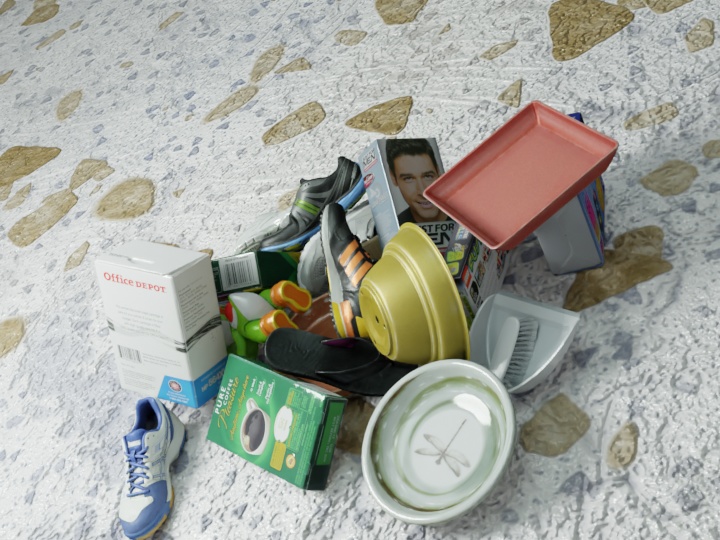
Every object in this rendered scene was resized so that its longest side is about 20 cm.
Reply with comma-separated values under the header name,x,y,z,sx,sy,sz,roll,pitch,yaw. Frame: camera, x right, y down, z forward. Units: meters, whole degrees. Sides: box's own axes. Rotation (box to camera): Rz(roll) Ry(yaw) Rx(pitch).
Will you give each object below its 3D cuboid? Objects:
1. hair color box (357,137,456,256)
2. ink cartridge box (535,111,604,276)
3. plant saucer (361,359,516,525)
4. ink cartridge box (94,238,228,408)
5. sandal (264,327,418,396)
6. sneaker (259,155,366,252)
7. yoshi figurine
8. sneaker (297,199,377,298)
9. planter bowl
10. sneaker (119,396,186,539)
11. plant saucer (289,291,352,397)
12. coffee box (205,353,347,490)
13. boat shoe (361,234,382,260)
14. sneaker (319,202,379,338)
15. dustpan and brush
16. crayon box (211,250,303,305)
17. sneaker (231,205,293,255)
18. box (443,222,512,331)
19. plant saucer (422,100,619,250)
name,x,y,z,sx,sy,sz,roll,pitch,yaw
hair color box,0.073,-0.079,1.501,0.099,0.201,0.061,-6,-17,-29
ink cartridge box,0.276,-0.114,1.463,0.076,0.137,0.200,-12,40,21
plant saucer,0.097,0.202,1.265,0.200,0.050,0.201,-19,52,26
ink cartridge box,-0.266,0.070,1.484,0.146,0.201,0.084,11,29,32
sandal,-0.022,0.113,1.385,0.200,0.048,0.076,8,66,-9
sneaker,-0.075,-0.094,1.649,0.200,0.083,0.071,-42,-6,-5
yoshi figurine,-0.146,0.087,1.521,0.200,0.112,0.112,-18,-5,43
sneaker,-0.013,-0.034,1.611,0.082,0.075,0.200,18,56,46
planter bowl,0.052,0.049,1.348,0.083,0.201,0.200,-19,34,-15
sneaker,-0.291,0.257,1.446,0.075,0.088,0.200,-15,40,15
plant saucer,-0.028,0.102,1.500,0.200,0.032,0.201,-19,38,15
coffee box,-0.109,0.189,1.394,0.200,0.044,0.123,15,91,44
boat shoe,0.058,-0.036,1.569,0.200,0.072,0.065,-29,5,-15
sneaker,0.000,0.000,1.475,0.090,0.070,0.201,-10,72,6
dustpan and brush,0.167,0.125,1.318,0.139,0.057,0.201,17,86,45
crayon box,-0.195,0.016,1.605,0.199,0.058,0.172,-11,-4,22
sneaker,-0.118,-0.073,1.729,0.200,0.078,0.099,-25,29,0
box,0.159,-0.023,1.457,0.035,0.110,0.200,-4,43,30
plant saucer,0.202,-0.115,1.375,0.199,0.037,0.200,-40,34,-3
